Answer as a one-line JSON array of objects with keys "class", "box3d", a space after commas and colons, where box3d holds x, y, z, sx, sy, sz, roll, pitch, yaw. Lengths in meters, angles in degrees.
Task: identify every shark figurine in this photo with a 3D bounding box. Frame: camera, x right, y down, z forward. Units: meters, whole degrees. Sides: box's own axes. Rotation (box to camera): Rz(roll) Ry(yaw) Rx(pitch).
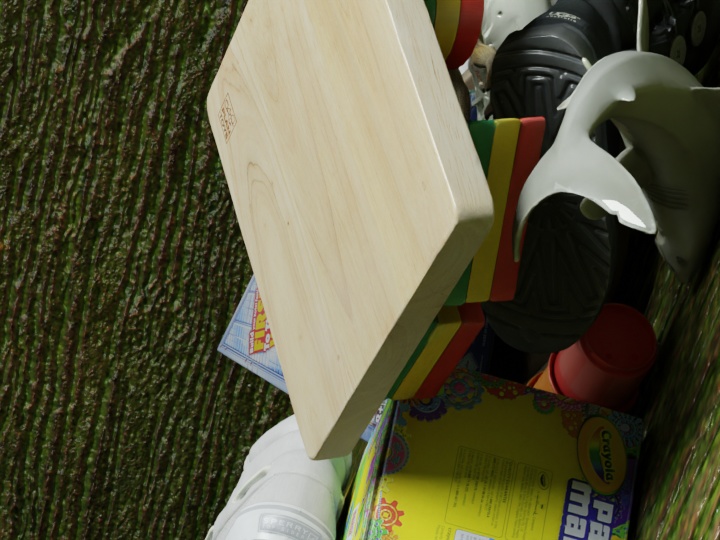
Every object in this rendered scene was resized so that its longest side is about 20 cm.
[{"class": "shark figurine", "box3d": [0.134, -0.062, 1.041, 0.214, 0.089, 0.129, 7, -94, -67]}]

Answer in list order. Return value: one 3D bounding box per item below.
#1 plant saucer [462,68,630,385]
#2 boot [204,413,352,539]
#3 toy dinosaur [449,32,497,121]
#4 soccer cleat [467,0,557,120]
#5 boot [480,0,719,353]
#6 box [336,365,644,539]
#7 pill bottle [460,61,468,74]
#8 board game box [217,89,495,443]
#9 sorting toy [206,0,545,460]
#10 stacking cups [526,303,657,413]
[{"class": "plant saucer", "box3d": [0.082, -0.022, 1.315, 0.200, 0.029, 0.201, -23, 62, 53]}, {"class": "boot", "box3d": [-0.050, 0.156, 1.254, 0.200, 0.073, 0.096, 121, 172, -46]}, {"class": "toy dinosaur", "box3d": [0.036, -0.115, 1.169, 0.200, 0.058, 0.102, 115, 144, -65]}, {"class": "soccer cleat", "box3d": [0.078, -0.103, 1.242, 0.069, 0.077, 0.201, 0, 79, 59]}, {"class": "boot", "box3d": [0.119, -0.073, 1.188, 0.200, 0.065, 0.166, -50, -32, -57]}, {"class": "box", "box3d": [0.040, 0.182, 1.171, 0.193, 0.121, 0.201, 112, 172, -58]}, {"class": "pill bottle", "box3d": [0.077, -0.016, 1.459, 0.116, 0.116, 0.201, -83, 11, -65]}, {"class": "board game box", "box3d": [0.000, 0.000, 1.351, 0.200, 0.061, 0.201, -1, 77, 58]}, {"class": "sorting toy", "box3d": [0.012, -0.053, 1.082, 0.199, 0.069, 0.201, 120, 140, -52]}, {"class": "stacking cups", "box3d": [0.097, 0.077, 1.242, 0.200, 0.060, 0.061, 114, 171, -53]}]
